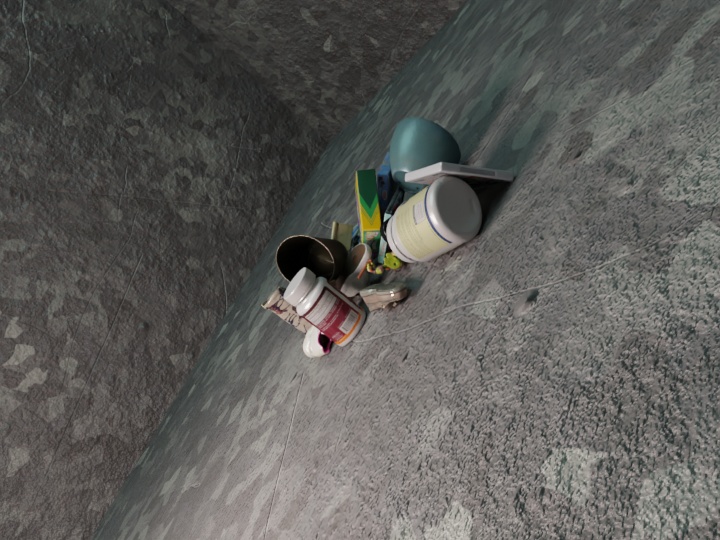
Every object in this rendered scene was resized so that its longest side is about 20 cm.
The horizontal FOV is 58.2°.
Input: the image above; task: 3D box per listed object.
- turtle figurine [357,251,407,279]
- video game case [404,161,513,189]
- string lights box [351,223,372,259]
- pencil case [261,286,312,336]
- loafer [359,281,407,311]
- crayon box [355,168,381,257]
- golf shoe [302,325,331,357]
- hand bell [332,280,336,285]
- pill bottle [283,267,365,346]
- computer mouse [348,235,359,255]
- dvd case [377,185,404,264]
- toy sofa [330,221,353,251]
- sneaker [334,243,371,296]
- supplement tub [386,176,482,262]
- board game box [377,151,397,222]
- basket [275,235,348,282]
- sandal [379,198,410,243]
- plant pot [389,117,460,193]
[{"bbox_3d":[0.082,-0.027,1.618,0.197,0.065,0.161,-32,0,-4],"label":"turtle figurine"},{"bbox_3d":[0.217,-0.211,1.456,0.199,0.177,0.024,-178,92,-71],"label":"video game case"},{"bbox_3d":[0.022,-0.099,1.979,0.103,0.059,0.201,-46,18,22],"label":"string lights box"},{"bbox_3d":[-0.183,0.125,1.845,0.090,0.198,0.078,-51,11,22],"label":"pencil case"},{"bbox_3d":[0.063,0.066,1.541,0.071,0.064,0.199,-23,7,-23],"label":"loafer"},{"bbox_3d":[0.022,-0.151,1.776,0.201,0.056,0.177,90,174,-71],"label":"crayon box"},{"bbox_3d":[-0.094,0.140,1.764,0.091,0.074,0.206,-5,70,54],"label":"golf shoe"},{"bbox_3d":[-0.135,0.063,1.834,0.105,0.104,0.199,-49,-19,9],"label":"hand bell"},{"bbox_3d":[-0.092,0.091,1.649,0.114,0.199,0.115,-46,16,18],"label":"pill bottle"},{"bbox_3d":[-0.027,-0.001,1.855,0.059,0.033,0.205,-43,-31,-74],"label":"computer mouse"},{"bbox_3d":[0.086,-0.131,1.757,0.201,0.021,0.149,-62,-17,-55],"label":"dvd case"},{"bbox_3d":[-0.080,-0.075,2.015,0.201,0.095,0.085,106,174,-71],"label":"toy sofa"},{"bbox_3d":[0.000,0.000,1.752,0.201,0.082,0.074,123,146,-46],"label":"sneaker"},{"bbox_3d":[0.159,-0.106,1.436,0.199,0.144,0.147,-29,28,55],"label":"supplement tub"},{"bbox_3d":[0.079,-0.214,1.856,0.152,0.036,0.205,-67,-22,-54],"label":"board game box"},{"bbox_3d":[-0.118,-0.029,1.813,0.199,0.176,0.140,-11,-62,-71],"label":"basket"},{"bbox_3d":[0.112,-0.130,1.652,0.199,0.077,0.048,-32,5,-38],"label":"sandal"},{"bbox_3d":[0.155,-0.289,1.739,0.137,0.198,0.199,-60,18,-23],"label":"plant pot"}]
